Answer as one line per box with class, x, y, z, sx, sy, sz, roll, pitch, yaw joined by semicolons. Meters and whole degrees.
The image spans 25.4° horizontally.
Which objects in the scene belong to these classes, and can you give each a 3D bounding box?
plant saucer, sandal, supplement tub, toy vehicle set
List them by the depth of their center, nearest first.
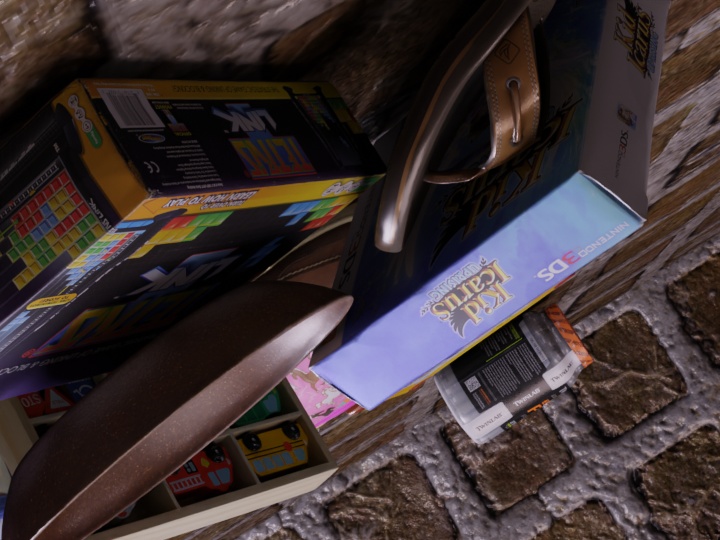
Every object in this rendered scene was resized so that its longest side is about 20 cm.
sandal;0.068;-0.089;0.719;0.200;0.054;0.082;-56;173;4
plant saucer;-0.090;0.064;0.731;0.200;0.037;0.200;-39;174;-5
toy vehicle set;-0.112;0.084;0.892;0.200;0.125;0.027;-10;151;-51
supplement tub;0.212;0.139;2.205;0.200;0.123;0.123;-34;170;7

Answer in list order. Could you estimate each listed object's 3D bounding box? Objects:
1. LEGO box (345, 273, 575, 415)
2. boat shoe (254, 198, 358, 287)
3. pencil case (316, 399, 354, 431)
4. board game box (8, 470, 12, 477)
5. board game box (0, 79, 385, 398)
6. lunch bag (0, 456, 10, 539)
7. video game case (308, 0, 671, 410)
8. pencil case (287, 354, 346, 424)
LEGO box;0.071;0.032;1.396;0.200;0.077;0.149;-37;170;24
boat shoe;0.004;-0.003;1.033;0.202;0.075;0.075;-22;165;-47
pencil case;-0.018;0.076;1.313;0.200;0.089;0.088;-39;168;23
board game box;-0.179;0.116;1.022;0.200;0.057;0.165;-28;172;30
board game box;-0.102;-0.012;0.686;0.165;0.057;0.200;-39;168;25
lunch bag;-0.293;0.166;0.895;0.200;0.076;0.160;-40;165;31
video game case;0.065;-0.047;0.808;0.200;0.045;0.182;-38;-154;40
pencil case;-0.042;0.062;1.182;0.086;0.083;0.200;-17;164;-28
